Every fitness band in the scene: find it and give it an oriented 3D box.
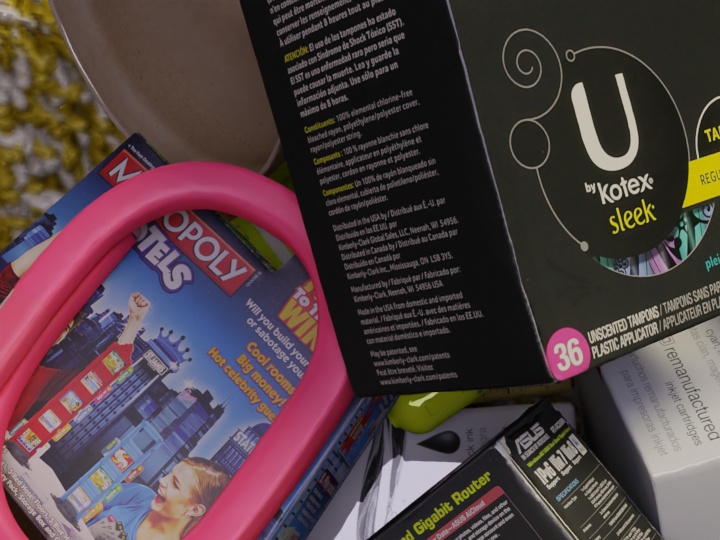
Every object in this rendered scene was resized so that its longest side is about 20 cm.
[{"bbox_3d":[-0.085,0.049,0.652,0.144,0.037,0.200,34,80,13],"label":"fitness band"}]

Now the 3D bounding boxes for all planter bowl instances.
[{"bbox_3d":[-0.048,-0.153,0.743,0.135,0.200,0.200,-28,79,-32],"label":"planter bowl"}]

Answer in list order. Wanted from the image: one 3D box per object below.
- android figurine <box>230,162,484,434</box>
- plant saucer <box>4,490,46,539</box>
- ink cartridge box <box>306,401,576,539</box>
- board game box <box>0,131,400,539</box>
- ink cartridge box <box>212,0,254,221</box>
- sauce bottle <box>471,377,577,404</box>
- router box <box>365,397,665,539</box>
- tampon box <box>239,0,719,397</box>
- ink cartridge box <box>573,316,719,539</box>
[{"bbox_3d":[0.000,0.000,0.769,0.200,0.041,0.182,-33,63,-3],"label":"android figurine"},{"bbox_3d":[-0.147,0.092,0.787,0.200,0.032,0.201,-3,85,39],"label":"plant saucer"},{"bbox_3d":[0.013,0.147,0.791,0.200,0.084,0.146,-5,81,4],"label":"ink cartridge box"},{"bbox_3d":[-0.068,0.045,0.700,0.200,0.062,0.200,-42,72,-8],"label":"board game box"},{"bbox_3d":[0.000,-0.104,0.830,0.162,0.057,0.200,5,68,5],"label":"ink cartridge box"},{"bbox_3d":[0.027,0.041,0.815,0.200,0.065,0.065,-6,82,5],"label":"sauce bottle"},{"bbox_3d":[0.050,0.172,0.668,0.200,0.062,0.150,-43,83,31],"label":"router box"},{"bbox_3d":[0.060,-0.068,0.610,0.150,0.126,0.200,-18,94,-35],"label":"tampon box"},{"bbox_3d":[0.213,0.065,0.726,0.200,0.145,0.145,-16,39,-1],"label":"ink cartridge box"}]
